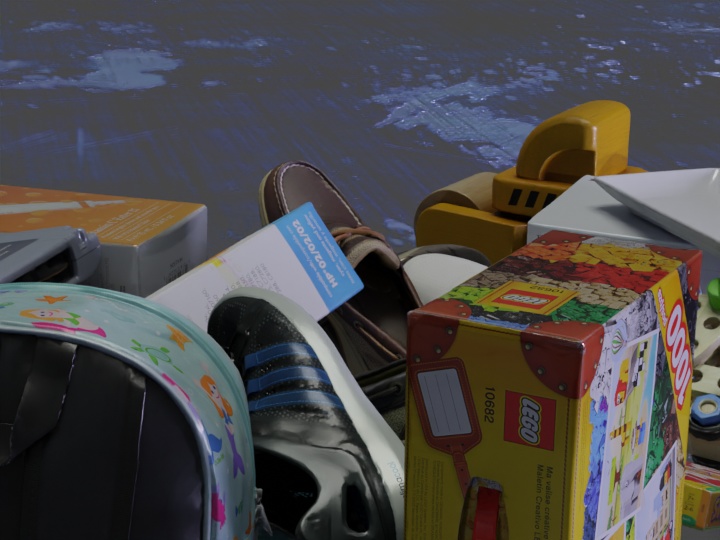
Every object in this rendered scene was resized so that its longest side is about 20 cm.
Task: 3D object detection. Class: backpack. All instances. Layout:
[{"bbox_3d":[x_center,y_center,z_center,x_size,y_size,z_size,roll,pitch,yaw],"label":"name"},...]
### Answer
[{"bbox_3d":[-0.128,0.105,0.670,0.177,0.200,0.151,3,17,8],"label":"backpack"}]

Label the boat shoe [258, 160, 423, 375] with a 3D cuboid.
[{"bbox_3d":[0.000,0.000,1.053,0.072,0.072,0.200,-15,64,-28],"label":"boat shoe"}]

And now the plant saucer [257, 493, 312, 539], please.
[{"bbox_3d":[-0.028,0.130,0.855,0.200,0.019,0.070,-11,6,-31],"label":"plant saucer"}]

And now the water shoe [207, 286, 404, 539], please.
[{"bbox_3d":[-0.043,0.075,0.814,0.079,0.072,0.200,-14,38,-29],"label":"water shoe"}]

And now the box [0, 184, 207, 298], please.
[{"bbox_3d":[-0.224,0.003,1.163,0.200,0.098,0.124,6,17,15],"label":"box"}]

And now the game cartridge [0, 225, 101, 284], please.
[{"bbox_3d":[-0.260,0.017,1.003,0.133,0.042,0.200,-10,13,20],"label":"game cartridge"}]

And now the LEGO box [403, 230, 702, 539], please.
[{"bbox_3d":[0.084,0.097,0.706,0.077,0.200,0.149,10,20,28],"label":"LEGO box"}]

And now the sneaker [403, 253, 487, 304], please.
[{"bbox_3d":[0.104,0.028,1.050,0.200,0.080,0.070,29,61,34],"label":"sneaker"}]

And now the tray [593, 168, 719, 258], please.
[{"bbox_3d":[0.243,-0.032,1.060,0.107,0.022,0.200,-6,19,-19],"label":"tray"}]

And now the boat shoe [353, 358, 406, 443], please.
[{"bbox_3d":[-0.035,0.081,0.918,0.201,0.066,0.072,-7,10,26],"label":"boat shoe"}]

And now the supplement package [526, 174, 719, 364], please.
[{"bbox_3d":[0.231,0.011,1.146,0.200,0.111,0.156,8,18,22],"label":"supplement package"}]

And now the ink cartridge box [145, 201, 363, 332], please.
[{"bbox_3d":[-0.105,0.042,0.969,0.115,0.068,0.200,-30,4,43],"label":"ink cartridge box"}]

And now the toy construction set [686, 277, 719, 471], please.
[{"bbox_3d":[0.251,0.061,0.966,0.200,0.092,0.131,-1,43,43],"label":"toy construction set"}]

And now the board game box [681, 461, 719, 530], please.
[{"bbox_3d":[0.123,0.109,0.926,0.200,0.030,0.095,10,1,34],"label":"board game box"}]

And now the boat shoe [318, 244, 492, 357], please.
[{"bbox_3d":[0.007,0.023,1.146,0.200,0.075,0.073,-13,12,-34],"label":"boat shoe"}]

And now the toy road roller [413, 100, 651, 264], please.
[{"bbox_3d":[0.150,-0.068,1.334,0.200,0.146,0.123,11,19,29],"label":"toy road roller"}]
